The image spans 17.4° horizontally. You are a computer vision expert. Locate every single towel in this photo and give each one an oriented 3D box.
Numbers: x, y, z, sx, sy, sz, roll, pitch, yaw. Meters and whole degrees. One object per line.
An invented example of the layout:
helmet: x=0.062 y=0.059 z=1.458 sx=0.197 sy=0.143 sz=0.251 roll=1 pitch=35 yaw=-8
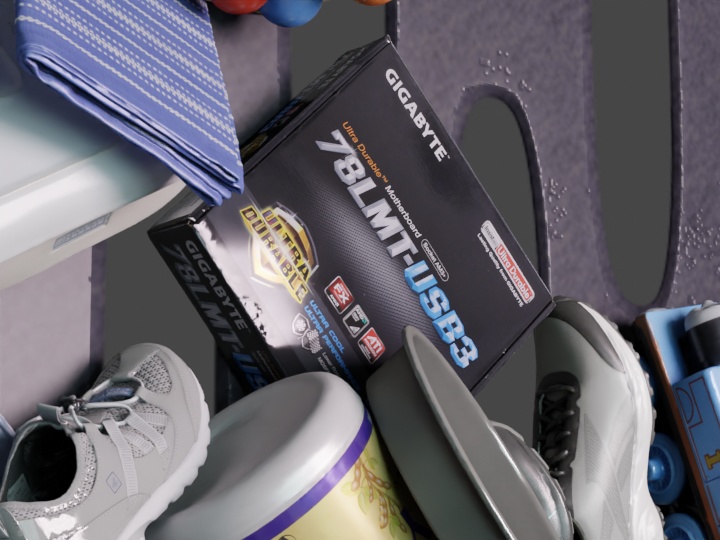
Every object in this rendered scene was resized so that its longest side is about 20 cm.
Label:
towel: x=-0.128 y=-0.126 z=1.221 sx=0.145 sy=0.024 sz=0.200 roll=34 pitch=24 yaw=-31

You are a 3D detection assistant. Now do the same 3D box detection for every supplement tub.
supplement tub: x=-0.016 y=0.172 z=1.242 sx=0.145 sy=0.145 sz=0.200 roll=-46 pitch=110 yaw=-36

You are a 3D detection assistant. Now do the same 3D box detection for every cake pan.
cake pan: x=0.064 y=0.123 z=1.256 sx=0.037 sy=0.200 sz=0.201 roll=-32 pitch=106 yaw=6

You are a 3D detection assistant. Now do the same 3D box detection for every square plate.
square plate: x=-0.206 y=-0.099 z=1.172 sx=0.198 sy=0.028 sz=0.200 roll=-28 pitch=77 yaw=-40

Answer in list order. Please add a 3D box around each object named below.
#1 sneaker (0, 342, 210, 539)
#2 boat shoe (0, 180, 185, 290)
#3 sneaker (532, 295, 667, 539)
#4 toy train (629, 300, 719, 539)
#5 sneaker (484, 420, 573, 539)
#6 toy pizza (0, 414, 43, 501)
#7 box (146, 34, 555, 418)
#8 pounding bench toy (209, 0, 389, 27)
sneaker: x=-0.131 y=0.090 z=1.171 sx=0.200 sy=0.074 sz=0.082 roll=-71 pitch=142 yaw=-55
boat shoe: x=-0.177 y=-0.041 z=1.209 sx=0.199 sy=0.072 sz=0.069 roll=-28 pitch=74 yaw=-30
sneaker: x=0.133 y=0.115 z=1.424 sx=0.079 sy=0.074 sz=0.201 roll=-6 pitch=85 yaw=-35
toy train: x=0.227 y=0.110 z=1.460 sx=0.086 sy=0.114 sz=0.201 roll=-5 pitch=72 yaw=-40
sneaker: x=0.082 y=0.188 z=1.365 sx=0.079 sy=0.075 sz=0.201 roll=-12 pitch=88 yaw=-38
toy pizza: x=-0.240 y=0.139 z=1.139 sx=0.199 sy=0.032 sz=0.202 roll=9 pitch=75 yaw=-37
box: x=0.000 y=0.000 z=1.355 sx=0.198 sy=0.050 sz=0.201 roll=-43 pitch=109 yaw=-35
pounding bench toy: x=-0.005 y=-0.226 z=1.278 sx=0.124 sy=0.199 sz=0.157 roll=3 pitch=78 yaw=-61
